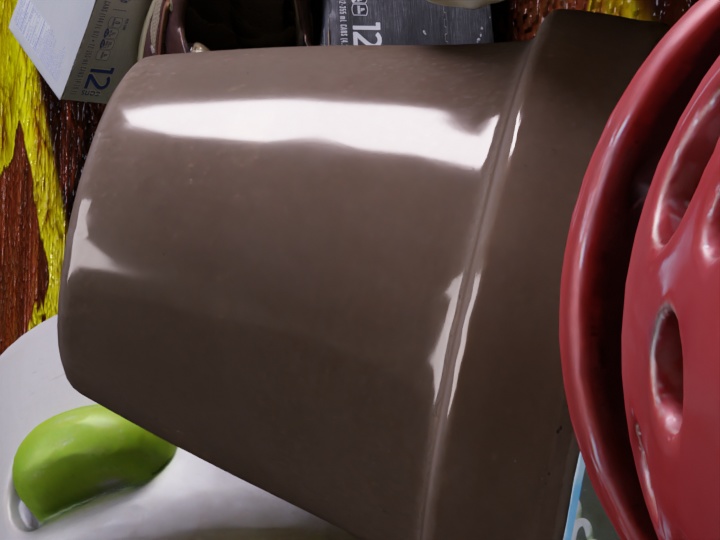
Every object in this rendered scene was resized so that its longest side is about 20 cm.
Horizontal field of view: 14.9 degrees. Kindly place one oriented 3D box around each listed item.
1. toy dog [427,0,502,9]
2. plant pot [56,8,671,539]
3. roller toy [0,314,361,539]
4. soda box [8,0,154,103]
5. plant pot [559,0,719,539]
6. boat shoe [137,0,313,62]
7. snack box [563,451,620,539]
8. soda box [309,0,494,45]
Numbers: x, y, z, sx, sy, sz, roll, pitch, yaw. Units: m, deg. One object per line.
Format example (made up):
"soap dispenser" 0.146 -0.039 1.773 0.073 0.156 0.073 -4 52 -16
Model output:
"toy dog" 0.041 -0.213 0.875 0.139 0.194 0.201 -21 59 31
"plant pot" 0.000 0.000 0.895 0.200 0.173 0.202 13 -90 -83
"roller toy" -0.080 0.097 1.219 0.200 0.181 0.141 119 147 -50
"soda box" -0.077 -0.167 1.131 0.063 0.068 0.201 50 127 44
"plant pot" 0.140 0.013 0.533 0.182 0.199 0.202 -150 64 -73
"boat shoe" -0.051 -0.087 1.098 0.072 0.072 0.201 -97 13 -53
"snack box" 0.081 0.131 0.867 0.116 0.037 0.201 -44 -35 -66
"soda box" 0.013 -0.162 1.131 0.063 0.070 0.201 111 158 -69
